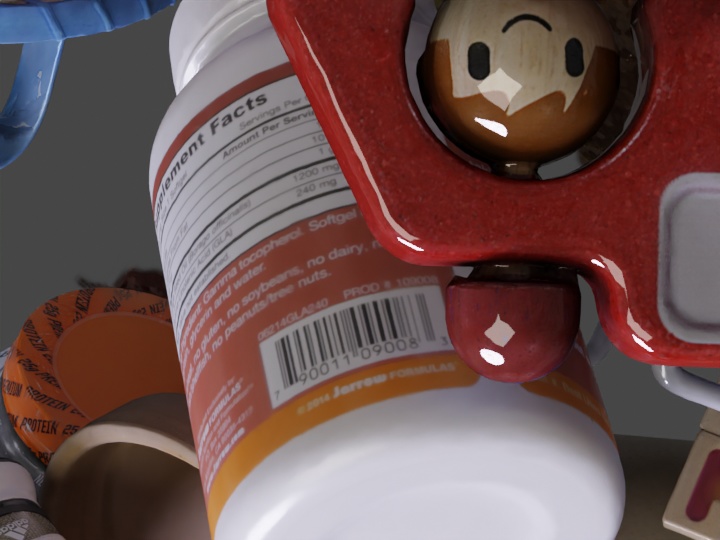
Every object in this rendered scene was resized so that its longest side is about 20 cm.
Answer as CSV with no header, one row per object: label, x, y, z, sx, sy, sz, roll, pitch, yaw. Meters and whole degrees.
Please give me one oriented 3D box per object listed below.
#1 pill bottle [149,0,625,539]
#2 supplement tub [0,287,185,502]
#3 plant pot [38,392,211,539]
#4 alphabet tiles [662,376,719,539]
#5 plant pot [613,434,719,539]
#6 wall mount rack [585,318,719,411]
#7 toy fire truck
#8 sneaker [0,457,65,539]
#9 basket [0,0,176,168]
pill bottle,0.000,0.000,0.729,0.112,0.200,0.112,-8,141,-7
supplement tub,-0.114,0.109,0.972,0.122,0.123,0.200,32,127,8
plant pot,-0.010,0.120,0.832,0.201,0.093,0.201,33,138,36
alphabet tiles,0.202,0.069,0.766,0.200,0.167,0.008,21,158,13
plant pot,0.163,0.138,0.823,0.200,0.187,0.187,-5,114,15
wall mount rack,0.107,-0.048,0.751,0.075,0.200,0.174,22,87,-24
toy fire truck,0.078,-0.056,0.613,0.200,0.112,0.168,1,85,-6
sneaker,-0.114,0.167,0.851,0.115,0.076,0.201,47,145,31
basket,-0.142,-0.108,0.833,0.139,0.176,0.200,35,119,17
